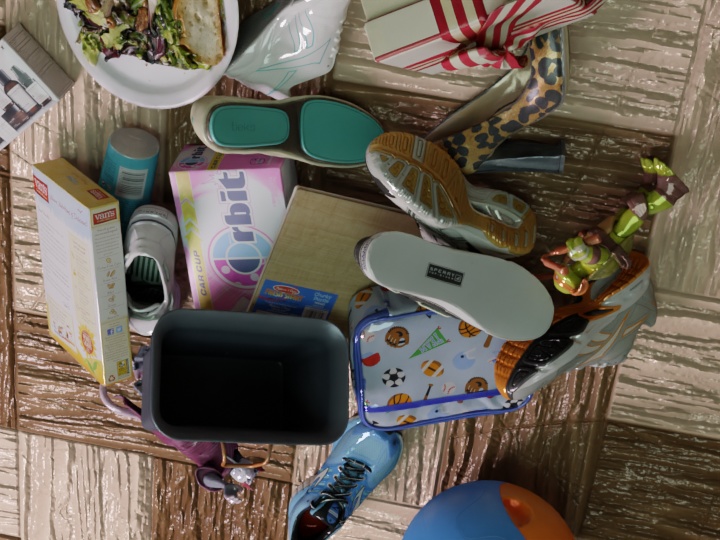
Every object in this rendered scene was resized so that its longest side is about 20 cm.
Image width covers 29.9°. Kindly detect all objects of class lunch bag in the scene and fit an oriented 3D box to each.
[{"bbox_3d":[0.087,0.085,1.369,0.199,0.076,0.161,-7,119,-6],"label":"lunch bag"}]

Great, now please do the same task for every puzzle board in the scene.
[{"bbox_3d":[0.000,0.000,1.349,0.199,0.017,0.151,12,118,-24],"label":"puzzle board"}]

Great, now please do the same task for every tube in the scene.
[{"bbox_3d":[-0.251,-0.054,1.398,0.077,0.050,0.200,25,129,5],"label":"tube"}]

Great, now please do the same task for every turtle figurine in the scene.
[{"bbox_3d":[0.233,-0.031,1.254,0.064,0.200,0.161,44,94,7],"label":"turtle figurine"}]

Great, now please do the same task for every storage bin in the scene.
[{"bbox_3d":[-0.127,0.125,1.345,0.199,0.146,0.134,5,166,-22],"label":"storage bin"}]

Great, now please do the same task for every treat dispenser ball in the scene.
[{"bbox_3d":[0.138,0.326,1.444,0.200,0.201,0.202,5,120,8],"label":"treat dispenser ball"}]

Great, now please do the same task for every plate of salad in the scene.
[{"bbox_3d":[-0.207,-0.246,1.260,0.199,0.048,0.201,10,116,21],"label":"plate of salad"}]

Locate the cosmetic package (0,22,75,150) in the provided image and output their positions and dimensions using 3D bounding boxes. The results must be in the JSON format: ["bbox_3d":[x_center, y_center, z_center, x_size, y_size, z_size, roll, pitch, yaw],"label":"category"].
[{"bbox_3d":[-0.390,-0.155,1.363,0.200,0.051,0.083,-34,107,25],"label":"cosmetic package"}]

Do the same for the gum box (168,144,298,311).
[{"bbox_3d":[-0.116,-0.026,1.374,0.113,0.066,0.201,-2,119,11],"label":"gum box"}]

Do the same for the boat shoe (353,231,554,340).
[{"bbox_3d":[0.089,0.009,1.275,0.199,0.064,0.071,23,88,-15],"label":"boat shoe"}]

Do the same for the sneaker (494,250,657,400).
[{"bbox_3d":[0.221,0.073,1.318,0.200,0.076,0.092,-38,121,-14],"label":"sneaker"}]

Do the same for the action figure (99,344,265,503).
[{"bbox_3d":[-0.184,0.182,1.469,0.148,0.134,0.200,-15,127,37],"label":"action figure"}]

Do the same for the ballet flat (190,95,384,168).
[{"bbox_3d":[-0.072,-0.137,1.292,0.199,0.070,0.070,6,126,-30],"label":"ballet flat"}]

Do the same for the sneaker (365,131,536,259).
[{"bbox_3d":[0.071,-0.058,1.279,0.200,0.076,0.088,31,150,-27],"label":"sneaker"}]

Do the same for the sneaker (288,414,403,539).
[{"bbox_3d":[-0.018,0.245,1.493,0.078,0.090,0.200,30,119,-7],"label":"sneaker"}]

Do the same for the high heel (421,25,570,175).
[{"bbox_3d":[0.121,-0.175,1.244,0.142,0.072,0.201,2,125,8],"label":"high heel"}]

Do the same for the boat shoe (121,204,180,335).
[{"bbox_3d":[-0.226,0.017,1.384,0.073,0.067,0.200,10,142,1],"label":"boat shoe"}]

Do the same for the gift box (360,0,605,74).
[{"bbox_3d":[0.098,-0.261,1.106,0.199,0.184,0.188,-17,89,25],"label":"gift box"}]

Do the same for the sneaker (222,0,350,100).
[{"bbox_3d":[-0.045,-0.231,1.249,0.080,0.071,0.200,31,134,-25],"label":"sneaker"}]

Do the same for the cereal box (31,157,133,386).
[{"bbox_3d":[-0.285,0.000,1.380,0.039,0.144,0.201,-16,120,-31],"label":"cereal box"}]
